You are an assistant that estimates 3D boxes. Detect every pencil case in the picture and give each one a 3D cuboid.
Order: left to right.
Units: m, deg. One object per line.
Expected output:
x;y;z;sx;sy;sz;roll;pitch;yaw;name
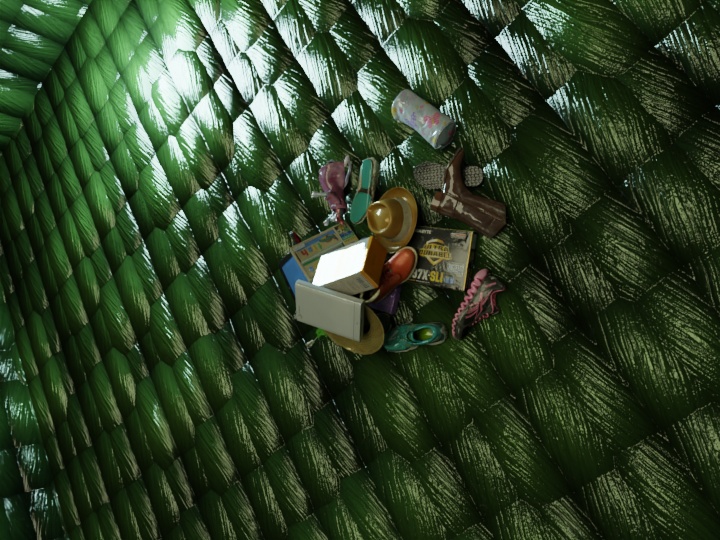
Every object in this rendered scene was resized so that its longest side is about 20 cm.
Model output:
0.176;-0.424;1.518;0.200;0.083;0.091;43;102;27;pencil case

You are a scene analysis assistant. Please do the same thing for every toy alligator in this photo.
-0.099;0.177;1.665;0.054;0.059;0.201;45;110;32;toy alligator

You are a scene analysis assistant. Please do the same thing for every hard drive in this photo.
-0.085;0.109;1.469;0.197;0.027;0.134;17;128;20;hard drive

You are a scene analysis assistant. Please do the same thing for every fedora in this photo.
0.075;-0.148;1.532;0.199;0.081;0.204;-15;71;52;fedora

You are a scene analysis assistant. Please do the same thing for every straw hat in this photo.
-0.008;0.132;1.516;0.198;0.085;0.204;15;126;20;straw hat

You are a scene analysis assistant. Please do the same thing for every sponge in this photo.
0.028;0.050;1.611;0.198;0.030;0.113;16;93;34;sponge

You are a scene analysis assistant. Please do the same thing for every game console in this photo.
-0.201;0.007;1.718;0.118;0.173;0.202;-28;70;0;game console

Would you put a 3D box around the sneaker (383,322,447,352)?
0.141;0.179;1.499;0.198;0.079;0.079;-19;77;31;sneaker

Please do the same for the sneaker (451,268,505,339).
0.308;0.101;1.406;0.095;0.079;0.202;29;104;19;sneaker

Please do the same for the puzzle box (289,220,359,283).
-0.097;-0.056;1.627;0.198;0.026;0.134;-28;64;-16;puzzle box

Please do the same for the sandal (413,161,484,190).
0.242;-0.254;1.490;0.197;0.048;0.077;9;93;20;sandal

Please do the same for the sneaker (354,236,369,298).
0.000;0.000;1.576;0.082;0.073;0.202;35;112;34;sneaker

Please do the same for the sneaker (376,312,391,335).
0.002;0.173;1.589;0.198;0.081;0.075;-21;76;30;sneaker

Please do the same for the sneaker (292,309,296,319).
-0.142;0.103;1.639;0.200;0.079;0.075;-51;17;61;sneaker

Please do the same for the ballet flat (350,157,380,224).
0.023;-0.234;1.616;0.075;0.064;0.203;21;100;33;ballet flat

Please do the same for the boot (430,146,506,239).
0.305;-0.201;1.413;0.198;0.064;0.189;25;100;15;boot

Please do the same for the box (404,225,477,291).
0.213;-0.036;1.487;0.198;0.049;0.163;10;94;33;box

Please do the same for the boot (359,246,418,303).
0.077;0.017;1.476;0.075;0.107;0.200;45;107;14;boot

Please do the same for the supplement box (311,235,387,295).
-0.032;0.001;1.476;0.198;0.073;0.127;-18;42;38;supplement box

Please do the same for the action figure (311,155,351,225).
-0.070;-0.226;1.660;0.147;0.134;0.203;-18;66;3;action figure
